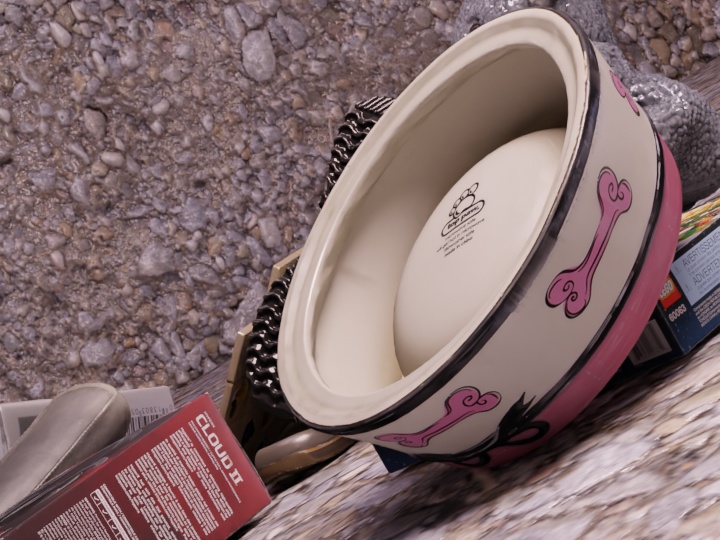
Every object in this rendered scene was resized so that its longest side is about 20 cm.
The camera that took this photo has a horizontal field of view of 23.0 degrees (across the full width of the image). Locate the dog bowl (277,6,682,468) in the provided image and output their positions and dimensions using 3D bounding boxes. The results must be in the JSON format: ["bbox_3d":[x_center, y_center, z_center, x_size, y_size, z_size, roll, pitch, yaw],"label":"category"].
[{"bbox_3d":[0.052,-0.007,0.747,0.200,0.073,0.201,-44,28,30],"label":"dog bowl"}]

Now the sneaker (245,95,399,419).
[{"bbox_3d":[0.000,-0.001,1.071,0.202,0.070,0.093,-69,-23,-3],"label":"sneaker"}]

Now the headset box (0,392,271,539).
[{"bbox_3d":[-0.154,0.153,0.958,0.148,0.078,0.200,-29,4,37],"label":"headset box"}]

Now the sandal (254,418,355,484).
[{"bbox_3d":[-0.019,0.076,1.117,0.081,0.055,0.200,-29,3,29],"label":"sandal"}]

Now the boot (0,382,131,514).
[{"bbox_3d":[-0.242,0.169,1.108,0.181,0.073,0.201,-29,23,37],"label":"boot"}]

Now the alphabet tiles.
[{"bbox_3d":[-0.047,0.056,1.145,0.200,0.006,0.168,-36,-36,-64],"label":"alphabet tiles"}]

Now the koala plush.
[{"bbox_3d":[0.123,-0.118,1.119,0.182,0.202,0.178,-18,-23,4],"label":"koala plush"}]

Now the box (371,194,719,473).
[{"bbox_3d":[0.104,0.024,0.828,0.136,0.038,0.199,-34,3,-43],"label":"box"}]

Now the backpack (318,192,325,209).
[{"bbox_3d":[0.089,-0.066,1.595,0.199,0.151,0.177,-39,7,-16],"label":"backpack"}]

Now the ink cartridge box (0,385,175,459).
[{"bbox_3d":[-0.257,0.119,1.291,0.199,0.058,0.162,-14,-7,40],"label":"ink cartridge box"}]

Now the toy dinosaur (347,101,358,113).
[{"bbox_3d":[0.040,-0.015,1.235,0.104,0.203,0.181,3,5,12],"label":"toy dinosaur"}]
